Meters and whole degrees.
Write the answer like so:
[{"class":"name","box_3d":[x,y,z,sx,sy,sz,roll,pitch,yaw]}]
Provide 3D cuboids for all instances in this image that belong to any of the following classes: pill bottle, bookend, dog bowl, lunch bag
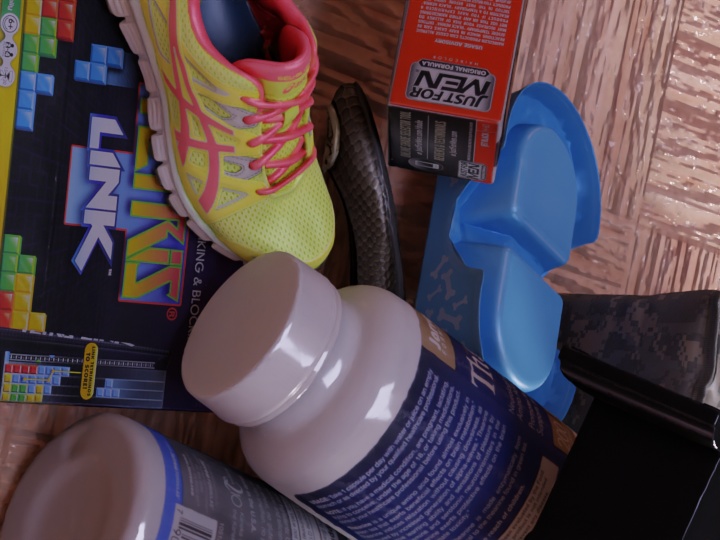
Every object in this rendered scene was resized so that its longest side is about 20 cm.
[{"class":"pill bottle","box_3d":[0.012,0.077,1.176,0.200,0.111,0.111,37,71,-29]},{"class":"bookend","box_3d":[0.136,0.165,1.154,0.199,0.092,0.200,28,86,-54]},{"class":"pill bottle","box_3d":[-0.071,0.156,1.193,0.200,0.114,0.114,30,75,-38]},{"class":"dog bowl","box_3d":[0.079,-0.006,1.311,0.111,0.049,0.200,41,51,-47]},{"class":"lunch bag","box_3d":[0.200,0.091,1.378,0.200,0.164,0.118,24,74,-37]}]

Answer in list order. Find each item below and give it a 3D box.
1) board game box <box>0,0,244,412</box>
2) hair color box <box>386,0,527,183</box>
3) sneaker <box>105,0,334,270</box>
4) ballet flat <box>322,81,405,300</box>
[{"class":"board game box","box_3d":[-0.129,-0.034,1.166,0.165,0.057,0.201,5,91,-39]},{"class":"hair color box","box_3d":[0.059,-0.157,1.246,0.061,0.102,0.200,10,75,4]},{"class":"sneaker","box_3d":[-0.053,-0.081,1.132,0.078,0.090,0.200,-41,120,-33]},{"class":"ballet flat","box_3d":[0.000,0.000,1.281,0.046,0.067,0.200,-8,103,3]}]
